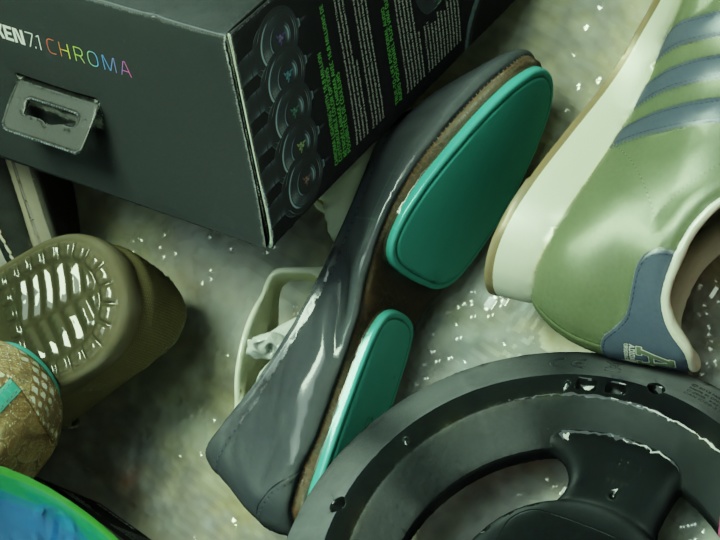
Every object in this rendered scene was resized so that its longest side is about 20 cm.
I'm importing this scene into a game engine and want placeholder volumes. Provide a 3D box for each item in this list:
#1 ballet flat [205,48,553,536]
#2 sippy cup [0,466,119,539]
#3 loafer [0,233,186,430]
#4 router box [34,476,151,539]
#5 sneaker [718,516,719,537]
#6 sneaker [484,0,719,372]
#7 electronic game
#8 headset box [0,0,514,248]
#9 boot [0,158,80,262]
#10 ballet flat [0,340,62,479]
[{"bbox_3d":[0.000,0.000,0.794,0.073,0.073,0.201,24,85,30],"label":"ballet flat"},{"bbox_3d":[-0.138,0.156,0.712,0.130,0.139,0.178,-47,50,17],"label":"sippy cup"},{"bbox_3d":[-0.147,0.043,0.853,0.199,0.067,0.077,-18,71,36],"label":"loafer"},{"bbox_3d":[-0.081,0.192,0.770,0.199,0.052,0.158,30,87,31],"label":"router box"},{"bbox_3d":[0.197,0.025,0.690,0.087,0.074,0.200,34,73,7],"label":"sneaker"},{"bbox_3d":[0.134,-0.053,0.756,0.090,0.067,0.201,33,87,22],"label":"sneaker"},{"bbox_3d":[0.067,0.115,0.711,0.198,0.042,0.201,-5,56,8],"label":"electronic game"},{"bbox_3d":[-0.057,-0.113,0.794,0.173,0.093,0.200,18,47,30],"label":"headset box"},{"bbox_3d":[-0.213,-0.064,0.878,0.150,0.073,0.201,-26,91,2],"label":"boot"},{"bbox_3d":[-0.185,0.100,0.805,0.070,0.065,0.200,40,123,0],"label":"ballet flat"}]
